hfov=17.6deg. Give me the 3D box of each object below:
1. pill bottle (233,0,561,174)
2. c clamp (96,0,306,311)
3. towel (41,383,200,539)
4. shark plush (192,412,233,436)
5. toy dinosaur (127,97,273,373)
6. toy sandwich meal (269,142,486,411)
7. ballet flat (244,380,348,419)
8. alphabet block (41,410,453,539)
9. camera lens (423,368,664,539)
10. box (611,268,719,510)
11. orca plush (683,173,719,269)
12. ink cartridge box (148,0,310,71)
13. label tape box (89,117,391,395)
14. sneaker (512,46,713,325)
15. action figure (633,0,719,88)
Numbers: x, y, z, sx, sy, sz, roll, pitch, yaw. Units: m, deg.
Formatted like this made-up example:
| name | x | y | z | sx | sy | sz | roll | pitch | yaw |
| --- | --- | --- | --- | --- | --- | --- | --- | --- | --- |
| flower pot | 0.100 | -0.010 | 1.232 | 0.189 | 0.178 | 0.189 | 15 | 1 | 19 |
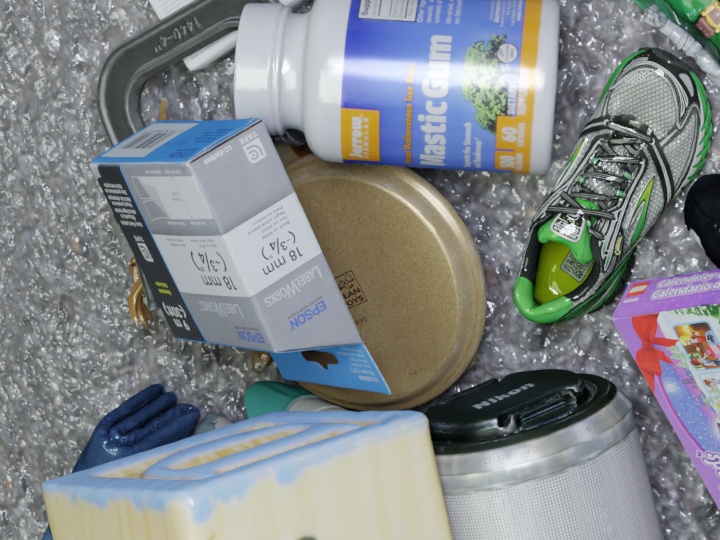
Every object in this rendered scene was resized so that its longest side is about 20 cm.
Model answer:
| name | x | y | z | sx | sy | sz | roll | pitch | yaw |
| --- | --- | --- | --- | --- | --- | --- | --- | --- | --- |
| pill bottle | 0.024 | -0.121 | 1.462 | 0.199 | 0.112 | 0.113 | 3 | 109 | 5 |
| c clamp | -0.104 | -0.093 | 1.570 | 0.200 | 0.027 | 0.172 | -32 | 78 | 32 |
| towel | -0.193 | 0.179 | 1.712 | 0.048 | 0.112 | 0.201 | 36 | 120 | 14 |
| shark plush | -0.138 | 0.198 | 1.665 | 0.083 | 0.091 | 0.200 | 37 | 80 | 11 |
| toy dinosaur | -0.123 | -0.016 | 1.653 | 0.106 | 0.060 | 0.201 | -28 | 97 | 19 |
| toy sandwich meal | 0.000 | 0.000 | 1.579 | 0.204 | 0.070 | 0.206 | 9 | 113 | 23 |
| ballet flat | -0.010 | 0.138 | 1.595 | 0.200 | 0.067 | 0.071 | 56 | 138 | 27 |
| alphabet block | -0.060 | 0.207 | 1.463 | 0.196 | 0.194 | 0.201 | -4 | 99 | 58 |
| camera lens | 0.116 | 0.175 | 1.517 | 0.159 | 0.160 | 0.201 | -8 | 103 | 30 |
| box | 0.258 | 0.085 | 1.432 | 0.136 | 0.039 | 0.201 | -9 | 123 | 39 |
| orca plush | 0.271 | 0.023 | 1.436 | 0.105 | 0.071 | 0.201 | -36 | 88 | 32 |
| ink cartridge box | -0.098 | -0.258 | 1.556 | 0.161 | 0.050 | 0.201 | -30 | 89 | 33 |
| label tape box | -0.078 | 0.004 | 1.491 | 0.144 | 0.063 | 0.201 | 4 | 123 | 59 |
| sneaker | 0.158 | -0.046 | 1.466 | 0.078 | 0.085 | 0.201 | 29 | 117 | 17 |
| action figure | 0.205 | -0.175 | 1.419 | 0.200 | 0.055 | 0.118 | 49 | 119 | 1 |
